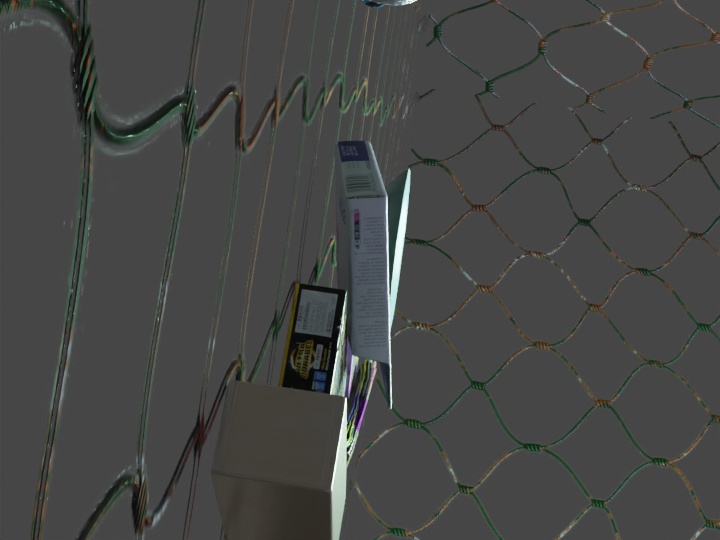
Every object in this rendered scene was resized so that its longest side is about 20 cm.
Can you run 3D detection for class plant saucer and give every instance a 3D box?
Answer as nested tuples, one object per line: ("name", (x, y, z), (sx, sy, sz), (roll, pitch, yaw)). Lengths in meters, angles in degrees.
("plant saucer", (0.030, -0.026, 1.988), (0.201, 0.039, 0.201), (7, 90, -86))

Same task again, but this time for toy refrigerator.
("toy refrigerator", (-0.050, 0.139, 1.082), (0.200, 0.076, 0.070), (90, 9, -65))

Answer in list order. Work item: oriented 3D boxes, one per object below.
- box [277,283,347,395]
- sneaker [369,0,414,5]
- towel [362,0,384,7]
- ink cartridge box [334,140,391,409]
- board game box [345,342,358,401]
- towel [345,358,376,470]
("box", (-0.044, 0.126, 1.409), (0.200, 0.049, 0.160), (91, 5, -65))
("sneaker", (0.024, -0.310, 1.325), (0.114, 0.075, 0.200), (94, -1, -46))
("towel", (0.034, -0.359, 1.570), (0.112, 0.048, 0.200), (94, 5, -62))
("ink cartridge box", (0.000, 0.000, 1.499), (0.196, 0.043, 0.200), (-104, -167, -72))
("board game box", (-0.011, 0.044, 1.986), (0.120, 0.032, 0.200), (-86, -178, -71))
("towel", (-0.022, 0.210, 1.984), (0.200, 0.023, 0.144), (-71, -178, -58))
